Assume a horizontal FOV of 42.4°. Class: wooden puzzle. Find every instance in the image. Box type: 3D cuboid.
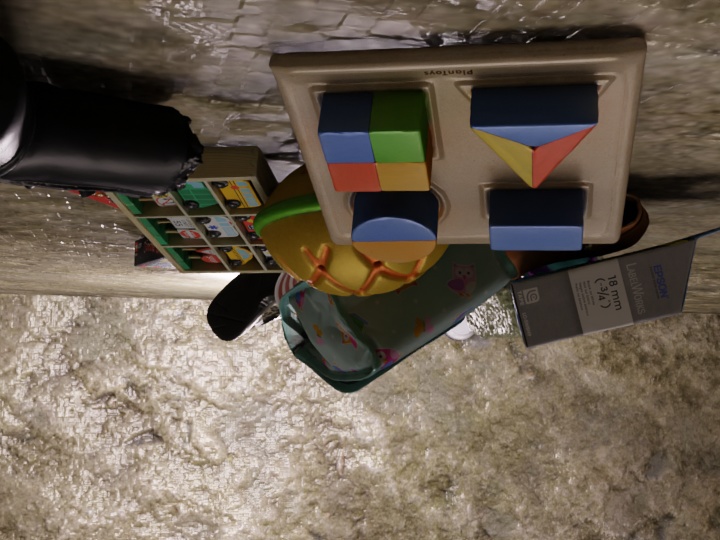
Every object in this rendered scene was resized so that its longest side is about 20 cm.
[{"bbox_3d":[0.058,-0.053,0.523,0.185,0.046,0.200,0,154,11],"label":"wooden puzzle"}]

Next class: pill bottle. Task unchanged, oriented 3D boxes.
[{"bbox_3d":[0.317,0.167,2.965,0.111,0.111,0.200,1,175,1],"label":"pill bottle"}]

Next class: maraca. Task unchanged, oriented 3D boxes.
[{"bbox_3d":[0.019,-0.036,0.691,0.199,0.107,0.137,-4,170,12],"label":"maraca"}]

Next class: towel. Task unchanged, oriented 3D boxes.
[{"bbox_3d":[0.134,0.012,1.042,0.036,0.149,0.200,-27,-179,-11],"label":"towel"}]

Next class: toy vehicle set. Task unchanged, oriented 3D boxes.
[{"bbox_3d":[-0.122,-0.044,0.775,0.124,0.027,0.200,-1,159,9],"label":"toy vehicle set"}]

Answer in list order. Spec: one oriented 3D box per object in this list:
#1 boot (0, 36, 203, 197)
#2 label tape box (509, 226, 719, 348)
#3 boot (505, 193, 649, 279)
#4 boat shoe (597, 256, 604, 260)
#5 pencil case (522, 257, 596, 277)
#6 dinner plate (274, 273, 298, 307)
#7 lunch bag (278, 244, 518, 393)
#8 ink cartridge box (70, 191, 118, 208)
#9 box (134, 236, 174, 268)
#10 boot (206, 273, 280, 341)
[{"bbox_3d":[-0.160,-0.074,0.487,0.162,0.074,0.198,8,179,-37],"label":"boot"},{"bbox_3d":[0.244,0.014,0.845,0.199,0.064,0.144,-15,177,14],"label":"label tape box"},{"bbox_3d":[0.164,-0.033,0.856,0.199,0.077,0.155,-3,176,13],"label":"boot"},{"bbox_3d":[0.268,-0.006,1.227,0.065,0.075,0.202,-4,-179,-21],"label":"boat shoe"},{"bbox_3d":[0.196,-0.010,1.045,0.085,0.093,0.200,33,173,0],"label":"pencil case"},{"bbox_3d":[0.000,0.000,1.034,0.199,0.024,0.200,-13,147,-8],"label":"dinner plate"},{"bbox_3d":[0.023,0.025,0.866,0.170,0.122,0.200,-32,178,-22],"label":"lunch bag"},{"bbox_3d":[-0.162,-0.049,0.925,0.199,0.057,0.163,-5,175,8],"label":"ink cartridge box"},{"bbox_3d":[-0.208,-0.027,1.231,0.136,0.038,0.200,3,175,-27],"label":"box"},{"bbox_3d":[-0.081,0.002,1.139,0.203,0.074,0.154,-40,171,23],"label":"boot"}]
